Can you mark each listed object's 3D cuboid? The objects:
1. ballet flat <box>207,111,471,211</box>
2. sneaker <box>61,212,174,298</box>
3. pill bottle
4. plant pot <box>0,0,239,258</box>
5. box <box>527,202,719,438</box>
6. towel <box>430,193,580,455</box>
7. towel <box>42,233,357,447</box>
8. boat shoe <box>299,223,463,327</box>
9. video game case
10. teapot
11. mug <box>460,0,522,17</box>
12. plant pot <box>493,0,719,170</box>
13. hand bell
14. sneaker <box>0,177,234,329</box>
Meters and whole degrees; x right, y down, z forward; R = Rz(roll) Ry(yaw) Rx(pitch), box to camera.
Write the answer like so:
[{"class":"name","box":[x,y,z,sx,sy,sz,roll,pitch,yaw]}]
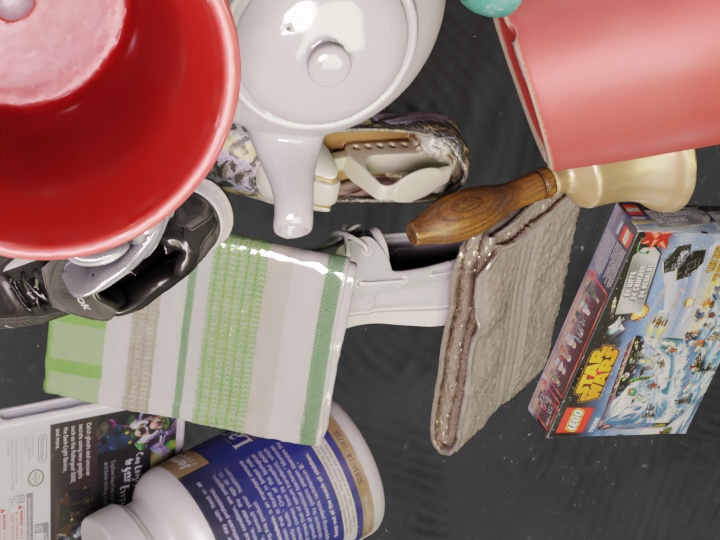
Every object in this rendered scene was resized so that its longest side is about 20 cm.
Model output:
[{"class":"ballet flat","box":[-0.012,-0.071,1.523,0.199,0.072,0.072,-4,129,-25]},{"class":"sneaker","box":[-0.192,-0.041,1.382,0.198,0.115,0.076,-10,123,19]},{"class":"pill bottle","box":[-0.092,0.176,1.632,0.199,0.116,0.116,-26,137,-25]},{"class":"plant pot","box":[-0.181,-0.129,1.273,0.199,0.177,0.202,-6,114,-14]},{"class":"box","box":[0.224,0.040,1.762,0.136,0.040,0.201,1,127,-30]},{"class":"towel","box":[0.107,0.028,1.655,0.132,0.034,0.201,-38,146,-40]},{"class":"towel","box":[-0.109,0.035,1.530,0.198,0.031,0.150,12,119,1]},{"class":"boat shoe","box":[0.000,0.000,1.589,0.198,0.072,0.069,4,123,-30]},{"class":"video game case","box":[-0.217,0.171,1.655,0.180,0.023,0.201,-10,130,-20]},{"class":"teapot","box":[-0.030,-0.159,1.363,0.197,0.146,0.200,-36,122,10]},{"class":"mug","box":[0.091,-0.263,1.359,0.185,0.114,0.152,-42,110,-4]},{"class":"plant pot","box":[0.182,-0.159,1.476,0.176,0.201,0.201,-19,135,1]},{"class":"hand bell","box":[0.118,-0.058,1.554,0.199,0.104,0.105,-21,135,-24]},{"class":"sneaker","box":[-0.179,-0.001,1.450,0.198,0.091,0.067,-18,110,14]}]
